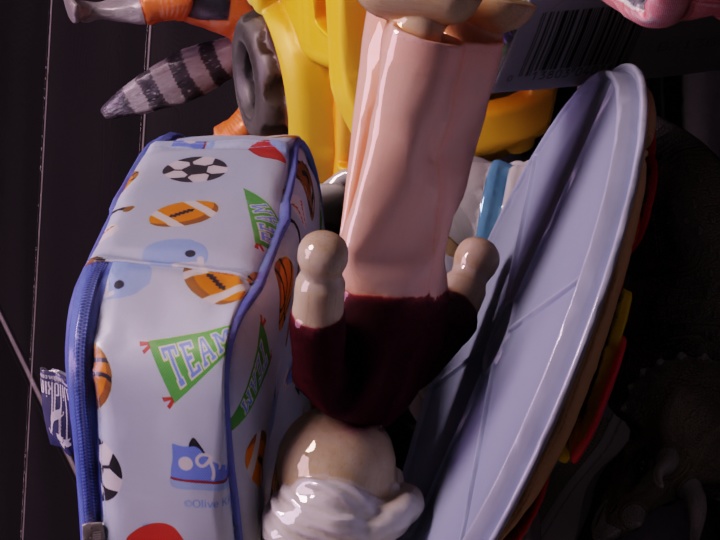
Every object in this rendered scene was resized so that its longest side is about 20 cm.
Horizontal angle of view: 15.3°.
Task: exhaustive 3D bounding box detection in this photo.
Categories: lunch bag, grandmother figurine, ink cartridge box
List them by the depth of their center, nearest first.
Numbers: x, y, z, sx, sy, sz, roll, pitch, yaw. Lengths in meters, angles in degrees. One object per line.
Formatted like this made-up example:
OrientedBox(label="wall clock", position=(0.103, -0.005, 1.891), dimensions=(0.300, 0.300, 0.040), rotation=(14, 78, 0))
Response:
OrientedBox(label="grandmother figurine", position=(0.008, 0.004, 0.888), dimensions=(0.060, 0.121, 0.201), rotation=(21, 102, 40))
OrientedBox(label="lunch bag", position=(-0.057, 0.049, 0.970), dimensions=(0.200, 0.075, 0.161), rotation=(-70, -19, -62))
OrientedBox(label="ink cartridge box", position=(0.059, -0.154, 0.978), dimensions=(0.201, 0.108, 0.051), rotation=(63, 148, 34))

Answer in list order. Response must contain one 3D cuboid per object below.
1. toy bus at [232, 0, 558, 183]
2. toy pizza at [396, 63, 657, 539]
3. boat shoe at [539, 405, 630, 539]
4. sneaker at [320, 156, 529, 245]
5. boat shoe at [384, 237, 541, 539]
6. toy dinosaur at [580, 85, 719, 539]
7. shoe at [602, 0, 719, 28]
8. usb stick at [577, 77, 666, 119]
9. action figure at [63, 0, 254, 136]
OrientedBox(label="toy bus", position=(0.030, -0.106, 1.100), dimensions=(0.192, 0.135, 0.201), rotation=(-126, 31, -60))
OrientedBox(label="toy pizza", position=(0.059, 0.028, 0.895), dimensions=(0.200, 0.032, 0.201), rotation=(-158, 90, -83))
OrientedBox(label="boat shoe", position=(0.069, 0.050, 1.089), dimensions=(0.203, 0.064, 0.075), rotation=(108, 157, -46))
OrientedBox(label="sneaker", position=(0.000, 0.000, 1.095), dimensions=(0.200, 0.086, 0.075), rotation=(127, 159, -53))
OrientedBox(label="boat shoe", position=(0.017, 0.073, 1.043), dimensions=(0.070, 0.069, 0.201), rotation=(14, 137, 34))
OrientedBox(label="toy dinosaur", position=(0.113, 0.008, 0.958), dimensions=(0.102, 0.077, 0.201), rotation=(-17, 60, 55))
OrientedBox(label="shoe", position=(0.111, -0.148, 0.901), dimensions=(0.201, 0.090, 0.072), rotation=(-106, 23, -47))
OrientedBox(label="usb stick", position=(0.099, -0.137, 1.053), dimensions=(0.055, 0.032, 0.202), rotation=(150, 120, -74))
OrientedBox(label="action figure", position=(-0.050, -0.148, 1.317), dimensions=(0.201, 0.193, 0.105), rotation=(60, 168, 3))
